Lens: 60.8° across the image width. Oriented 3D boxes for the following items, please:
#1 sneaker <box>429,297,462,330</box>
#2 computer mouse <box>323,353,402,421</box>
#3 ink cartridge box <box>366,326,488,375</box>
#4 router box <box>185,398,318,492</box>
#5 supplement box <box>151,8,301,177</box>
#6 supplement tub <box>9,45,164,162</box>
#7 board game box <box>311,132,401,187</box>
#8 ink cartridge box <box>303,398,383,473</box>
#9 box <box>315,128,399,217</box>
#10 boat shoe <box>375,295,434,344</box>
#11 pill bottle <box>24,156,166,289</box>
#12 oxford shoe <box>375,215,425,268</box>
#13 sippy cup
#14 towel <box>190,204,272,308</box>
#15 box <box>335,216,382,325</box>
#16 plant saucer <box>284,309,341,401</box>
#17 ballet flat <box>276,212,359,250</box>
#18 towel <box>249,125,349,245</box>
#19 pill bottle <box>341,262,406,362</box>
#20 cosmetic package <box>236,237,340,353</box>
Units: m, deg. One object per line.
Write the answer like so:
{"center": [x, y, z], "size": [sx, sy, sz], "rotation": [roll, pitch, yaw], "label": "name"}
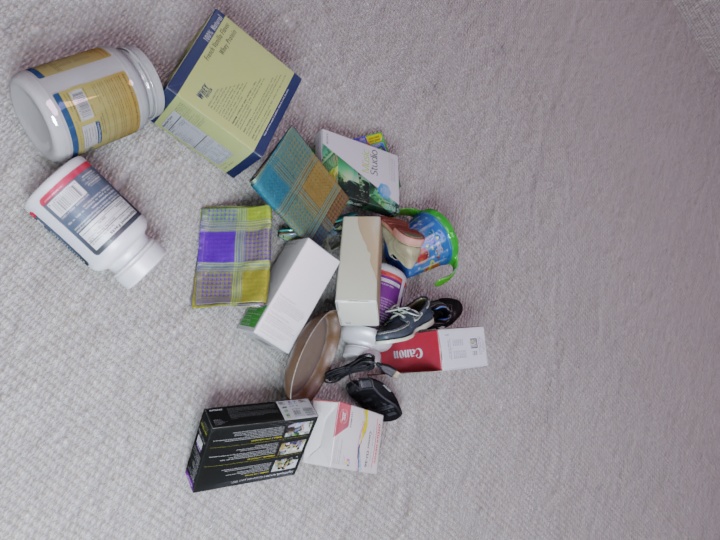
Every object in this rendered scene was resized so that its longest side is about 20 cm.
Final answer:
{"center": [0.185, 0.100, 1.385], "size": [0.199, 0.111, 0.074], "rotation": [-10, 87, -37], "label": "sneaker"}
{"center": [0.036, 0.229, 1.238], "size": [0.200, 0.140, 0.046], "rotation": [42, 37, -27], "label": "computer mouse"}
{"center": [0.131, 0.170, 1.275], "size": [0.174, 0.199, 0.085], "rotation": [0, 79, -36], "label": "ink cartridge box"}
{"center": [-0.187, 0.300, 1.062], "size": [0.198, 0.051, 0.150], "rotation": [3, 121, -35], "label": "router box"}
{"center": [-0.253, -0.324, 1.147], "size": [0.199, 0.134, 0.201], "rotation": [34, 62, -26], "label": "supplement box"}
{"center": [-0.438, -0.276, 0.997], "size": [0.200, 0.144, 0.146], "rotation": [-36, 101, -35], "label": "supplement tub"}
{"center": [-0.009, -0.224, 1.367], "size": [0.199, 0.029, 0.136], "rotation": [-23, 94, -36], "label": "board game box"}
{"center": [-0.018, 0.324, 1.181], "size": [0.200, 0.067, 0.118], "rotation": [32, 62, -52], "label": "ink cartridge box"}
{"center": [-0.006, -0.206, 1.313], "size": [0.198, 0.036, 0.146], "rotation": [12, 65, -29], "label": "box"}
{"center": [0.087, 0.096, 1.202], "size": [0.199, 0.074, 0.063], "rotation": [-18, 103, -52], "label": "boat shoe"}
{"center": [-0.417, -0.071, 0.985], "size": [0.200, 0.119, 0.120], "rotation": [48, 57, -18], "label": "pill bottle"}
{"center": [0.069, -0.064, 1.273], "size": [0.070, 0.200, 0.075], "rotation": [7, 108, -17], "label": "oxford shoe"}
{"center": [0.128, -0.051, 1.373], "size": [0.130, 0.177, 0.141], "rotation": [-28, 126, -25], "label": "sippy cup"}
{"center": [-0.232, -0.026, 1.115], "size": [0.142, 0.023, 0.202], "rotation": [1, 73, 7], "label": "towel"}
{"center": [0.000, 0.000, 1.192], "size": [0.077, 0.095, 0.202], "rotation": [0, 56, 5], "label": "box"}
{"center": [-0.092, 0.165, 1.157], "size": [0.200, 0.032, 0.202], "rotation": [19, 90, -73], "label": "plant saucer"}
{"center": [-0.079, -0.070, 1.264], "size": [0.199, 0.074, 0.075], "rotation": [-16, 89, -34], "label": "ballet flat"}
{"center": [-0.111, -0.152, 1.169], "size": [0.200, 0.022, 0.147], "rotation": [49, 61, -36], "label": "towel"}
{"center": [0.024, 0.090, 1.271], "size": [0.112, 0.112, 0.202], "rotation": [27, 66, -28], "label": "pill bottle"}
{"center": [-0.135, 0.046, 1.150], "size": [0.085, 0.107, 0.201], "rotation": [35, 72, -23], "label": "cosmetic package"}
